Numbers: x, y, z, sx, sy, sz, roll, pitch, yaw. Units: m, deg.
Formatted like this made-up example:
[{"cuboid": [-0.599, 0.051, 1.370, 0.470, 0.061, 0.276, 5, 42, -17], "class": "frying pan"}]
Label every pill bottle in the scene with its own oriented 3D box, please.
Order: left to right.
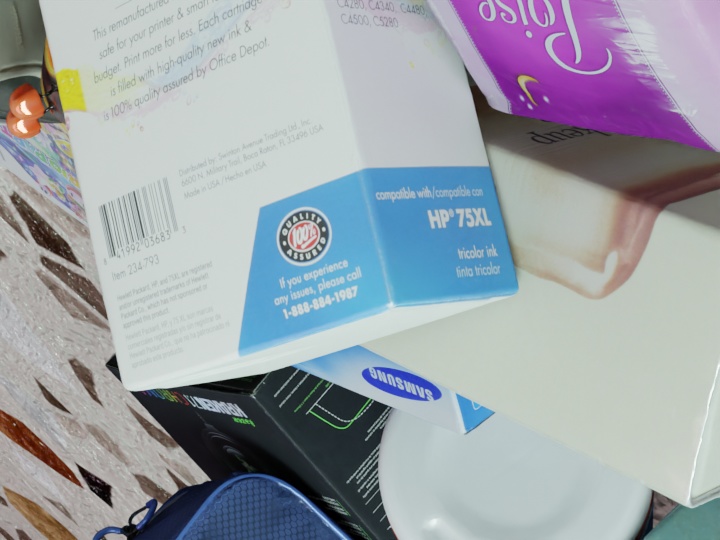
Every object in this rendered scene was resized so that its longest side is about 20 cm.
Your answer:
[{"cuboid": [0.074, 0.108, 0.797, 0.112, 0.112, 0.200, 34, 168, 19], "class": "pill bottle"}]

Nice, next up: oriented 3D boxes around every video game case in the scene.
[{"cuboid": [-0.186, -0.097, 0.997, 0.143, 0.018, 0.200, 34, 157, 18], "class": "video game case"}]

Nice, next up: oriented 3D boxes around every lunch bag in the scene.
[{"cuboid": [-0.055, 0.195, 0.912, 0.200, 0.136, 0.132, 43, 160, -5], "class": "lunch bag"}]

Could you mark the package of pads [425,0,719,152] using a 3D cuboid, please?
[{"cuboid": [0.046, -0.127, 0.468, 0.120, 0.076, 0.200, 17, 148, 51], "class": "package of pads"}]

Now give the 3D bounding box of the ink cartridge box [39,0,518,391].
[{"cuboid": [-0.035, -0.073, 0.559, 0.116, 0.067, 0.200, -18, 81, 39], "class": "ink cartridge box"}]

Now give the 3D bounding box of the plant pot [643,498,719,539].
[{"cuboid": [0.179, 0.190, 0.711, 0.196, 0.200, 0.200, 43, 160, 20], "class": "plant pot"}]

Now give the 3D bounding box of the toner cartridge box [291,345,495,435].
[{"cuboid": [0.000, 0.000, 0.752, 0.200, 0.095, 0.043, 19, 136, 46], "class": "toner cartridge box"}]

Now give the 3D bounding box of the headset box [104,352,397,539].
[{"cuboid": [-0.012, 0.094, 0.962, 0.200, 0.093, 0.174, 51, 157, -24], "class": "headset box"}]

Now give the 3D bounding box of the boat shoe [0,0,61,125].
[{"cuboid": [-0.163, -0.097, 0.783, 0.057, 0.067, 0.200, -8, 180, 19], "class": "boat shoe"}]

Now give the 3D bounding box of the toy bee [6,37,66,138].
[{"cuboid": [-0.088, -0.077, 0.744, 0.200, 0.109, 0.131, 31, 154, 22], "class": "toy bee"}]

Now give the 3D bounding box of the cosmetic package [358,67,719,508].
[{"cuboid": [0.061, -0.010, 0.595, 0.200, 0.103, 0.087, 24, 114, 35], "class": "cosmetic package"}]
